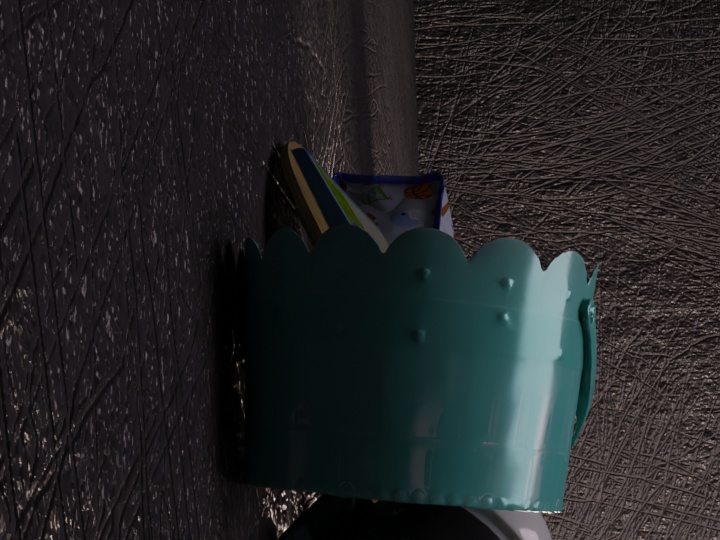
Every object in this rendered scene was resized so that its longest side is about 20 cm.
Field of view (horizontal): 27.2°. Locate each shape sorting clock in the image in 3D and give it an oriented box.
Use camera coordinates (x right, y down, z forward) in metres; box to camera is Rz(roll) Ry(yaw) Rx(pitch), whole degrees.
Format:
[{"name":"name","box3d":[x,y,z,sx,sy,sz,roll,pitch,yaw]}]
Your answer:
[{"name":"shape sorting clock","box3d":[0.000,0.000,1.025,0.201,0.039,0.200,54,6,-9]}]

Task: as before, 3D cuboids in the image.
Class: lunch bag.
[{"name":"lunch bag","box3d":[0.027,0.044,1.232,0.201,0.122,0.171,-80,164,-46]}]

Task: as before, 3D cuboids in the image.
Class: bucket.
[{"name":"bucket","box3d":[0.029,0.058,0.819,0.207,0.205,0.136,55,40,-81]}]

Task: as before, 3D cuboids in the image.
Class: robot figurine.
[{"name":"robot figurine","box3d":[0.034,0.207,0.910,0.200,0.124,0.151,-44,114,-34]}]

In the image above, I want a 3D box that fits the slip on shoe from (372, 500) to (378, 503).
[{"name":"slip on shoe","box3d":[0.012,0.172,1.105,0.200,0.060,0.077,128,-59,-84]}]
